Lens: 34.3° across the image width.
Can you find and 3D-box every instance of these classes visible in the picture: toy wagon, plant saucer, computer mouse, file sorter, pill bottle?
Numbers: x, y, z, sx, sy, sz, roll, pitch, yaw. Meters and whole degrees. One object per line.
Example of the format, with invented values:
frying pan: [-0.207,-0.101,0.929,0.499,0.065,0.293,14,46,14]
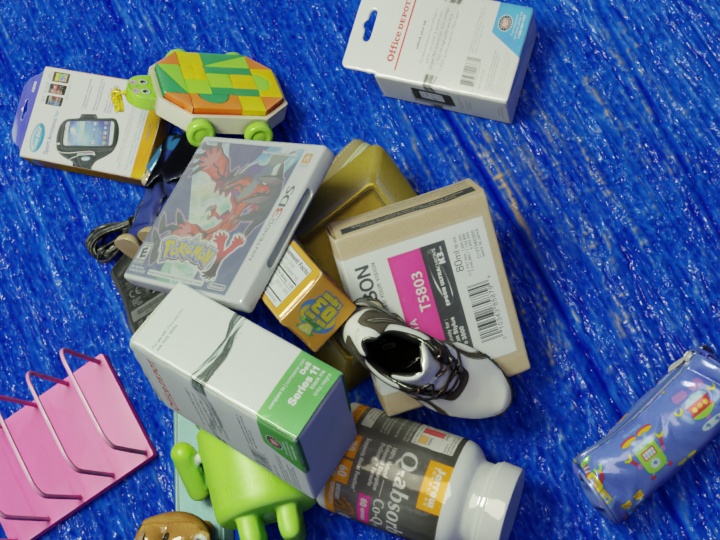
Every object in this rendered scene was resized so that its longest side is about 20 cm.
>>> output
toy wagon: [-0.186,-0.202,1.337,0.197,0.040,0.156,0,42,-23]
plant saucer: [0.000,0.000,1.264,0.199,0.048,0.201,-37,93,2]
computer mouse: [-0.233,0.013,1.360,0.137,0.053,0.202,-27,61,5]
file sorter: [-0.360,0.197,1.302,0.199,0.125,0.140,-34,71,4]
plant saucer: [-0.180,0.220,1.309,0.069,0.019,0.203,-7,74,12]
pill bottle: [0.061,0.218,1.199,0.197,0.116,0.118,16,80,17]

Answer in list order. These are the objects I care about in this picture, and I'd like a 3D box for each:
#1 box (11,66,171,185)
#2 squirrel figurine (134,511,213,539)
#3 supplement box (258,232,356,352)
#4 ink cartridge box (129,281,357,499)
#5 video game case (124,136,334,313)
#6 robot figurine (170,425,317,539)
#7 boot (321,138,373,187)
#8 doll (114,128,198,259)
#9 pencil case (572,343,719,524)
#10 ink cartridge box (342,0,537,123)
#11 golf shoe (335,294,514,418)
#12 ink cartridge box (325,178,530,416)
box: [-0.331,-0.179,1.434,0.197,0.041,0.121,12,81,18]
squirrel figurine: [-0.181,0.358,1.224,0.198,0.142,0.189,21,80,2]
supplement box: [-0.082,-0.005,1.169,0.069,0.067,0.200,-44,41,3]
ink cartridge box: [-0.111,0.116,1.131,0.198,0.147,0.083,28,65,20]
video game case: [-0.137,-0.054,1.187,0.198,0.023,0.184,9,65,45]
robot figurine: [-0.111,0.197,1.243,0.173,0.116,0.202,-17,69,0]
boot: [-0.092,-0.103,1.341,0.154,0.072,0.200,41,89,22]
doll: [-0.210,-0.109,1.329,0.135,0.048,0.202,-13,49,37]
pencil case: [0.300,0.162,1.172,0.200,0.078,0.087,-43,100,0]
ink cartridge box: [0.091,-0.252,1.333,0.197,0.067,0.117,15,81,16]
golf shoe: [0.067,0.102,1.136,0.198,0.095,0.078,25,99,-14]
ink cartridge box: [0.071,0.028,1.204,0.163,0.075,0.202,-19,106,-3]
